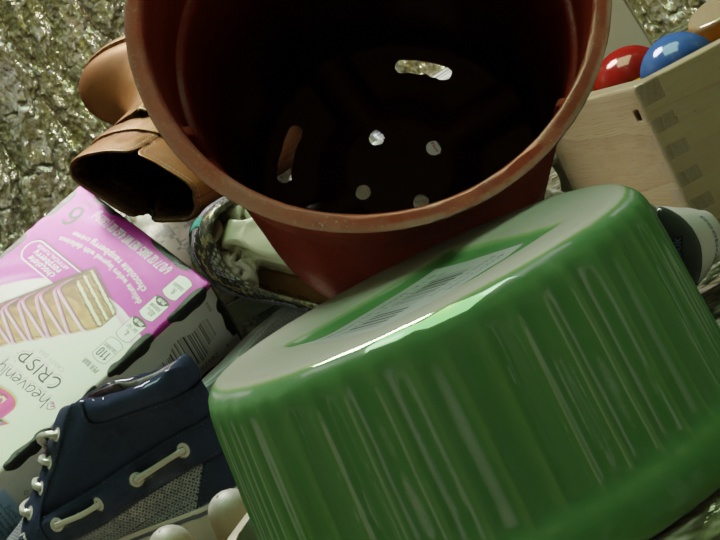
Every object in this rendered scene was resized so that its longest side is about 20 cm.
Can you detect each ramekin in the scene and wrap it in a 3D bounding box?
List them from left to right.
[{"bbox_3d":[0.041,0.048,0.705,0.199,0.098,0.200,-26,6,3],"label":"ramekin"}]

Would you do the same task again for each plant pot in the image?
[{"bbox_3d":[0.012,-0.078,0.867,0.200,0.201,0.195,-27,-20,-3],"label":"plant pot"}]

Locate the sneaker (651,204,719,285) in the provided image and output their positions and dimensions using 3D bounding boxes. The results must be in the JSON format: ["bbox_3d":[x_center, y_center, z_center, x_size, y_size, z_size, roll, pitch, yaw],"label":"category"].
[{"bbox_3d":[0.099,0.014,0.984,0.199,0.075,0.087,-14,0,35],"label":"sneaker"}]

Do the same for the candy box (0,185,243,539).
[{"bbox_3d":[-0.186,0.059,1.097,0.200,0.061,0.136,-44,50,-15],"label":"candy box"}]

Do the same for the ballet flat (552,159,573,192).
[{"bbox_3d":[0.153,-0.056,1.316,0.075,0.064,0.200,-21,7,46],"label":"ballet flat"}]

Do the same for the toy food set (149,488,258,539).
[{"bbox_3d":[-0.116,0.136,0.789,0.199,0.061,0.144,-27,5,14],"label":"toy food set"}]

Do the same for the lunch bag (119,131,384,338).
[{"bbox_3d":[-0.063,-0.018,1.248,0.199,0.140,0.168,-30,25,-16],"label":"lunch bag"}]

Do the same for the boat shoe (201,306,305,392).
[{"bbox_3d":[-0.062,0.072,1.095,0.200,0.072,0.062,-31,2,-28],"label":"boat shoe"}]

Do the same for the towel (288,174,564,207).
[{"bbox_3d":[0.070,-0.034,1.084,0.199,0.035,0.132,14,-6,-19],"label":"towel"}]

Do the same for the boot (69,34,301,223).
[{"bbox_3d":[-0.129,-0.083,1.177,0.199,0.077,0.155,16,36,28],"label":"boot"}]

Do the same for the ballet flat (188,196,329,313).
[{"bbox_3d":[0.000,0.000,1.061,0.199,0.072,0.072,13,9,2],"label":"ballet flat"}]

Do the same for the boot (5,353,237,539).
[{"bbox_3d":[-0.144,0.112,0.989,0.199,0.091,0.073,-23,6,25],"label":"boot"}]

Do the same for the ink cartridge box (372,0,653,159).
[{"bbox_3d":[0.091,-0.108,1.311,0.146,0.085,0.200,-34,5,-36],"label":"ink cartridge box"}]

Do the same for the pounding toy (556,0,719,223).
[{"bbox_3d":[0.223,-0.118,1.161,0.199,0.143,0.184,-28,6,-14],"label":"pounding toy"}]
